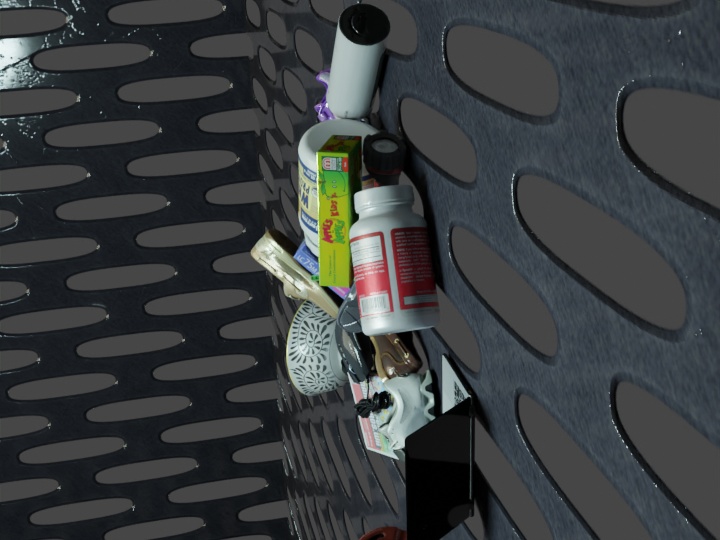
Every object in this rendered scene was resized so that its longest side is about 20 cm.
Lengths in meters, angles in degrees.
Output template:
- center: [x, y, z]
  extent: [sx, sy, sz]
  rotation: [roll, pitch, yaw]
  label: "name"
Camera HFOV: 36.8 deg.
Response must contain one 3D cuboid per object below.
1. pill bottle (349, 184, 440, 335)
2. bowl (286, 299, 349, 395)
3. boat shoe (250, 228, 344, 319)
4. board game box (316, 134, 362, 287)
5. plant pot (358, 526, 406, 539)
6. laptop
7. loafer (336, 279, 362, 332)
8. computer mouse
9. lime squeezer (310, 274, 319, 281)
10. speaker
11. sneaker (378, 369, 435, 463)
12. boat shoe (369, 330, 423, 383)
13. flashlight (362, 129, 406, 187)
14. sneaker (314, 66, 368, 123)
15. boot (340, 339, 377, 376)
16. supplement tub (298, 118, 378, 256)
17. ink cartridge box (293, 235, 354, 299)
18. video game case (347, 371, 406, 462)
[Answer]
- center: [0.045, -0.014, 1.517]
  extent: [0.112, 0.112, 0.201]
  rotation: [148, 115, -78]
  label: "pill bottle"
- center: [-0.043, 0.145, 2.039]
  extent: [0.094, 0.201, 0.201]
  rotation: [8, 110, 34]
  label: "bowl"
- center: [-0.102, 0.017, 1.866]
  extent: [0.200, 0.065, 0.071]
  rotation: [45, -162, 3]
  label: "boat shoe"
- center: [-0.029, -0.087, 1.575]
  extent: [0.102, 0.047, 0.200]
  rotation: [-63, -25, -67]
  label: "board game box"
- center: [0.036, 0.525, 1.744]
  extent: [0.195, 0.200, 0.201]
  rotation: [107, 155, -47]
  label: "plant pot"
- center: [0.090, 0.242, 1.435]
  extent: [0.200, 0.116, 0.188]
  rotation: [-120, 26, -64]
  label: "laptop"
- center: [0.024, 0.014, 1.656]
  extent: [0.200, 0.072, 0.063]
  rotation: [-52, 16, 38]
  label: "loafer"
- center: [-0.001, 0.138, 1.748]
  extent: [0.140, 0.046, 0.201]
  rotation: [153, 111, -66]
  label: "computer mouse"
- center: [0.000, 0.000, 1.725]
  extent: [0.200, 0.071, 0.038]
  rotation: [-22, 78, 54]
  label: "lime squeezer"
- center: [-0.006, -0.320, 1.674]
  extent: [0.200, 0.081, 0.081]
  rotation: [105, 156, -62]
  label: "speaker"
- center: [0.072, 0.252, 1.597]
  extent: [0.074, 0.088, 0.201]
  rotation: [138, 124, -85]
  label: "sneaker"
- center: [0.054, 0.101, 1.691]
  extent: [0.070, 0.070, 0.200]
  rotation: [-48, 36, 22]
  label: "boat shoe"
- center: [0.032, -0.115, 1.645]
  extent: [0.068, 0.068, 0.200]
  rotation: [-103, 13, -47]
  label: "flashlight"
- center: [-0.032, -0.258, 1.837]
  extent: [0.080, 0.088, 0.201]
  rotation: [-147, 50, -74]
  label: "sneaker"
- center: [0.011, 0.110, 1.881]
  extent: [0.198, 0.073, 0.163]
  rotation: [-156, 57, -69]
  label: "boot"
- center: [-0.029, -0.127, 1.749]
  extent: [0.145, 0.144, 0.200]
  rotation: [-109, 16, -47]
  label: "supplement tub"
- center: [-0.051, -0.018, 1.880]
  extent: [0.042, 0.119, 0.200]
  rotation: [-49, 7, 16]
  label: "ink cartridge box"
- center: [0.041, 0.239, 1.781]
  extent: [0.200, 0.017, 0.143]
  rotation: [-1, 104, 65]
  label: "video game case"
